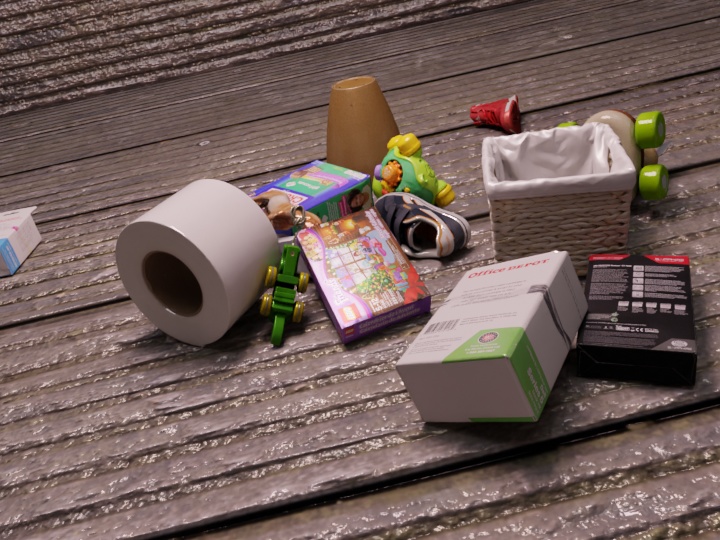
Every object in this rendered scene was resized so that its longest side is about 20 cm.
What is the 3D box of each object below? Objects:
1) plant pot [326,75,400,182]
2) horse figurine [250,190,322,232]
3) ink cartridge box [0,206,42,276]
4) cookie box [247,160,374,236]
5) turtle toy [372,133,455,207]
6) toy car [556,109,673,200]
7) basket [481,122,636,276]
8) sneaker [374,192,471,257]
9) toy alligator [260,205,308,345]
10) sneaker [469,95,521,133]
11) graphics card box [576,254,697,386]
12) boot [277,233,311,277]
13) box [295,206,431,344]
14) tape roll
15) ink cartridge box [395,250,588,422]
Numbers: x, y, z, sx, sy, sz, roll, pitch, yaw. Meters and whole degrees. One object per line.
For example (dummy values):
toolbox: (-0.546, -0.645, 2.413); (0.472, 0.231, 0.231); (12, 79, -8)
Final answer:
plant pot: (0.003, -0.298, 1.322); (0.183, 0.203, 0.187); (-8, 29, 4)
horse figurine: (-0.152, -0.093, 1.037); (0.131, 0.051, 0.200); (-20, 27, -17)
ink cartridge box: (-0.760, -0.057, 1.319); (0.113, 0.069, 0.201); (-10, 30, 2)
cookie box: (-0.101, -0.128, 1.193); (0.199, 0.076, 0.170); (-33, 37, -31)
turtle toy: (0.080, -0.164, 1.145); (0.101, 0.146, 0.200); (-40, 15, -3)
toy car: (0.451, -0.200, 1.059); (0.163, 0.161, 0.199); (3, 19, 43)
basket: (0.285, -0.103, 0.922); (0.196, 0.163, 0.199); (-5, 30, 13)
sneaker: (0.081, -0.076, 1.034); (0.198, 0.080, 0.079); (20, 37, 41)
toy alligator: (-0.107, 0.008, 0.907); (0.058, 0.204, 0.054); (11, -11, -13)
sneaker: (0.310, -0.349, 1.445); (0.114, 0.080, 0.200); (-10, 16, 21)
graphics card box: (0.332, 0.051, 0.752); (0.123, 0.052, 0.201); (2, 31, 23)
boot: (-0.107, -0.034, 1.041); (0.196, 0.075, 0.096); (3, 17, 5)
box: (0.000, 0.000, 0.911); (0.135, 0.039, 0.201); (-20, 50, -13)
tape roll: (-0.234, -0.014, 0.915); (0.200, 0.205, 0.139); (5, 33, 27)
ink cartridge box: (0.154, 0.073, 0.703); (0.144, 0.085, 0.200); (-13, 22, 43)
